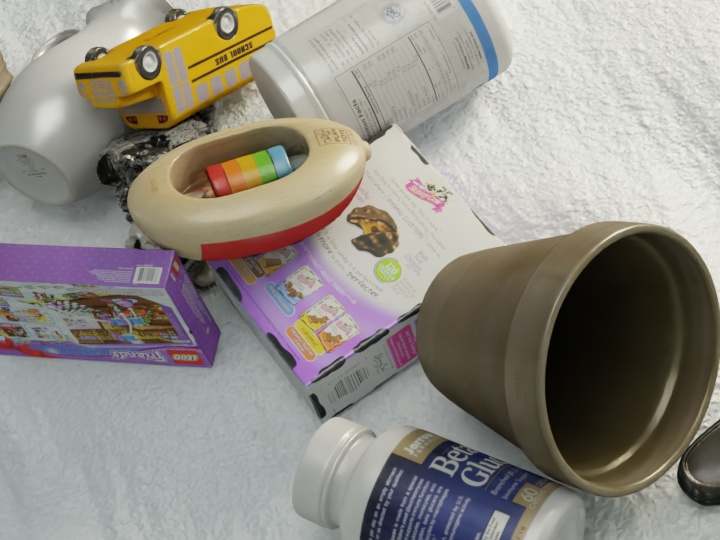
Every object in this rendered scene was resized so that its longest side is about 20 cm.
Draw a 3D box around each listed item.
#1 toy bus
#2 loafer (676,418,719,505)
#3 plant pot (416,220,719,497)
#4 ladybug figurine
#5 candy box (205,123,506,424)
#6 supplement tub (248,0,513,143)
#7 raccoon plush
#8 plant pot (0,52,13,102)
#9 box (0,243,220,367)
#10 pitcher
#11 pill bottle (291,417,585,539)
[{"bbox_3d":[-0.158,-0.181,1.538,0.065,0.078,0.200,3,26,36],"label":"toy bus"},{"bbox_3d":[0.322,0.105,1.301,0.200,0.072,0.073,-31,58,-6],"label":"loafer"},{"bbox_3d":[0.140,0.055,1.312,0.174,0.200,0.200,10,58,47],"label":"plant pot"},{"bbox_3d":[-0.085,-0.061,1.407,0.200,0.072,0.136,-15,37,-5],"label":"ladybug figurine"},{"bbox_3d":[0.000,0.000,1.445,0.200,0.072,0.168,-34,57,-8],"label":"candy box"},{"bbox_3d":[0.019,-0.182,1.521,0.200,0.132,0.132,-32,57,-7],"label":"supplement tub"},{"bbox_3d":[-0.145,-0.065,1.537,0.097,0.134,0.200,-1,24,30],"label":"raccoon plush"},{"bbox_3d":[-0.377,-0.149,1.587,0.093,0.201,0.201,25,62,-11],"label":"plant pot"},{"bbox_3d":[-0.229,0.028,1.442,0.200,0.137,0.039,3,60,15],"label":"box"},{"bbox_3d":[-0.265,-0.155,1.593,0.172,0.121,0.200,-5,46,40],"label":"pitcher"},{"bbox_3d":[0.054,0.180,1.293,0.200,0.111,0.111,20,65,23],"label":"pill bottle"}]
